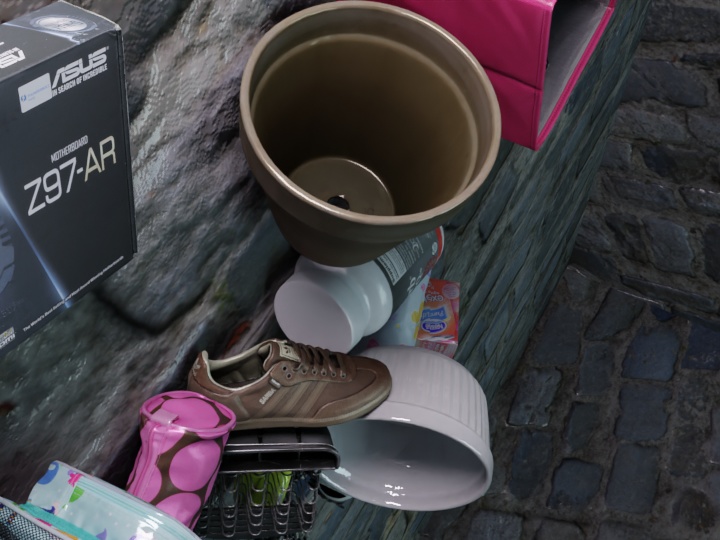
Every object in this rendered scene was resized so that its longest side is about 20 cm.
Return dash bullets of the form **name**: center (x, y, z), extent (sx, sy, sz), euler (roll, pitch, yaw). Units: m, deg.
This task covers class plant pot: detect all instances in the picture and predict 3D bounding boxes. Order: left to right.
- **plant pot**: center (-0.007, -0.089, 0.699), extent (0.200, 0.200, 0.174), euler (-56, 177, -27)

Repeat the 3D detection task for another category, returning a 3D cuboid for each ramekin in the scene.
- **ramekin**: center (0.047, 0.169, 0.914), extent (0.200, 0.200, 0.105), euler (92, 9, -50)

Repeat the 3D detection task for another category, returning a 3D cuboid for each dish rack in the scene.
- **dish rack**: center (-0.107, 0.229, 0.859), extent (0.055, 0.153, 0.200), euler (-101, -164, -50)

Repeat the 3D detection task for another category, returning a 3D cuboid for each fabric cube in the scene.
- **fabric cube**: center (0.111, -0.262, 0.745), extent (0.196, 0.199, 0.200), euler (-60, 161, -19)

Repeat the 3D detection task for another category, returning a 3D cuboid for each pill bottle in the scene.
- **pill bottle**: center (0.000, 0.000, 0.904), extent (0.200, 0.116, 0.116), euler (-46, 154, -45)

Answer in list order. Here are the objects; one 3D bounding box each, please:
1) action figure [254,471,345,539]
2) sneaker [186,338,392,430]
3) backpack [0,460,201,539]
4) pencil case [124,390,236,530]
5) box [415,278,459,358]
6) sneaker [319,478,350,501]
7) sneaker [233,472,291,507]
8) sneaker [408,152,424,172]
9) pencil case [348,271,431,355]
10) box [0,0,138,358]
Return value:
- **action figure**: center (-0.077, 0.297, 1.099), extent (0.119, 0.102, 0.200), euler (-23, 138, -48)
- **sneaker**: center (-0.061, 0.101, 0.788), extent (0.200, 0.070, 0.076), euler (-8, 127, -18)
- **backpack**: center (-0.171, 0.238, 0.569), extent (0.151, 0.200, 0.178), euler (-52, 152, -28)
- **pencil case**: center (-0.179, 0.203, 0.718), extent (0.094, 0.091, 0.200), euler (13, 99, -55)
- **box**: center (0.076, 0.102, 1.193), extent (0.200, 0.094, 0.103), euler (101, -5, -58)
- **sneaker**: center (0.006, 0.234, 1.117), extent (0.200, 0.080, 0.147), euler (-59, 167, -30)
- **sneaker**: center (-0.095, 0.184, 0.977), extent (0.105, 0.076, 0.200), euler (-72, -175, -86)
- **sneaker**: center (0.048, -0.106, 0.848), extent (0.085, 0.075, 0.200), euler (-61, -158, 17)
- **pencil case**: center (0.029, 0.056, 1.032), extent (0.083, 0.091, 0.200), euler (54, 48, -67)
- **box**: center (-0.199, -0.026, 0.424), extent (0.200, 0.043, 0.160), euler (-46, 155, -45)
